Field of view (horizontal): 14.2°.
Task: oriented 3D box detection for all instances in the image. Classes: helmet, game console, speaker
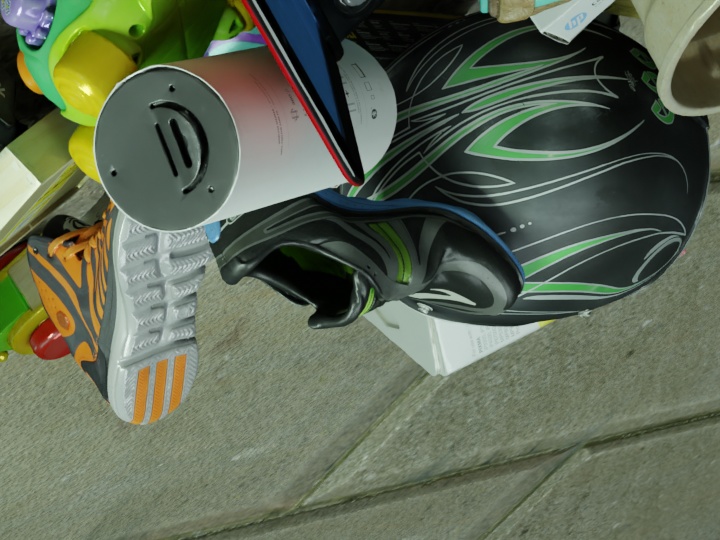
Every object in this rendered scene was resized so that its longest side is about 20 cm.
[{"bbox_3d":[0.089,-0.062,1.709,0.190,0.201,0.200,3,141,-37],"label":"helmet"},{"bbox_3d":[-0.012,-0.175,1.363,0.172,0.119,0.200,-43,133,-15],"label":"game console"},{"bbox_3d":[-0.054,-0.071,1.449,0.081,0.081,0.200,-42,172,23],"label":"speaker"}]

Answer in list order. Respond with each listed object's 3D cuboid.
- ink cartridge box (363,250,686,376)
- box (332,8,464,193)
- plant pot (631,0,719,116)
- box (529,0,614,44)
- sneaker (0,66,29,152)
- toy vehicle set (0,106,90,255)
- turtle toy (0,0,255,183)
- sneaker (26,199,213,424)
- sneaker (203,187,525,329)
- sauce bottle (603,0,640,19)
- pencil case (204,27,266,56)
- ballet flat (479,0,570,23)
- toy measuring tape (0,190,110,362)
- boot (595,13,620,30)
[{"bbox_3d":[0.095,-0.029,1.961,0.199,0.145,0.084,-27,125,-19],"label":"ink cartridge box"},{"bbox_3d":[-0.023,-0.094,1.792,0.160,0.049,0.200,-48,156,27],"label":"box"},{"bbox_3d":[0.205,-0.222,1.648,0.200,0.184,0.201,-29,160,-12],"label":"plant pot"},{"bbox_3d":[0.136,-0.244,1.532,0.200,0.156,0.041,-40,158,19],"label":"box"},{"bbox_3d":[-0.224,-0.082,1.488,0.090,0.067,0.200,-37,164,2],"label":"sneaker"},{"bbox_3d":[-0.171,-0.054,1.566,0.124,0.027,0.200,-45,-179,31],"label":"toy vehicle set"},{"bbox_3d":[-0.122,-0.145,1.436,0.146,0.101,0.200,-52,164,-19],"label":"turtle toy"},{"bbox_3d":[-0.139,-0.019,1.620,0.077,0.112,0.201,-13,129,-39],"label":"sneaker"},{"bbox_3d":[0.000,0.000,1.584,0.199,0.083,0.071,13,143,-31],"label":"sneaker"},{"bbox_3d":[0.139,-0.189,1.736,0.199,0.066,0.066,9,138,-31],"label":"sauce bottle"},{"bbox_3d":[-0.027,-0.169,1.553,0.092,0.085,0.200,28,125,-27],"label":"pencil case"},{"bbox_3d":[0.091,-0.209,1.480,0.072,0.201,0.068,-3,140,-1],"label":"ballet flat"},{"bbox_3d":[-0.165,-0.005,1.747,0.200,0.074,0.073,-41,159,19],"label":"toy measuring tape"},{"bbox_3d":[0.158,-0.136,1.842,0.077,0.139,0.200,-21,156,-29],"label":"boot"}]
